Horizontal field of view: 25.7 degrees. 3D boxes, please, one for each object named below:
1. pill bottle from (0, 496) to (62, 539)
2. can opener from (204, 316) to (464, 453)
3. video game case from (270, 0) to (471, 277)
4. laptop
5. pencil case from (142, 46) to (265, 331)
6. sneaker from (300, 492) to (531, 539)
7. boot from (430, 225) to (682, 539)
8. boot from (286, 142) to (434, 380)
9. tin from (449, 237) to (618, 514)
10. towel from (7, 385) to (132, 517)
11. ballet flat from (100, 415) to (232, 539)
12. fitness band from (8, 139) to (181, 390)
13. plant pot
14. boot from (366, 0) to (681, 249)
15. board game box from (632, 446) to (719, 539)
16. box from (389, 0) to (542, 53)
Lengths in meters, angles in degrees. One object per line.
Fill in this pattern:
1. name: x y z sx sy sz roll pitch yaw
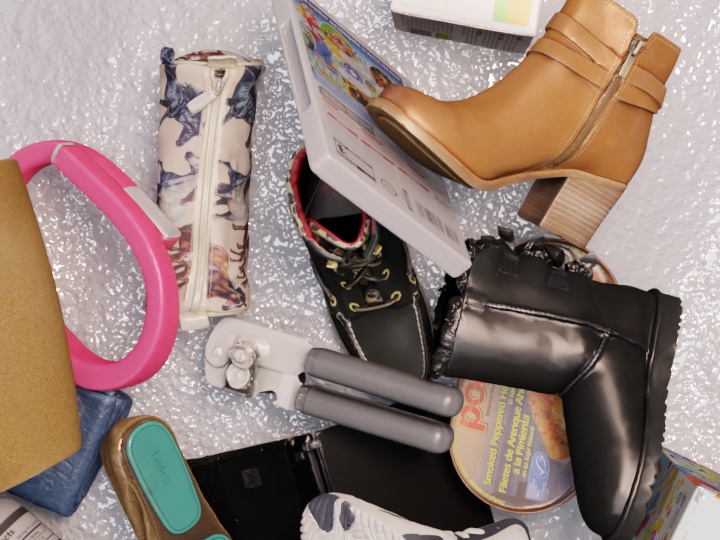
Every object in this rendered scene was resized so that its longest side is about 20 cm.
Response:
1. pill bottle: -0.258 0.238 1.144 0.200 0.116 0.116 40 94 1
2. can opener: -0.021 0.079 1.124 0.200 0.066 0.053 15 93 22
3. video game case: 0.004 -0.099 1.051 0.018 0.200 0.143 -38 130 22
4. laptop: -0.012 0.199 1.180 0.200 0.103 0.177 -16 91 30
5. pencil case: -0.113 -0.059 1.134 0.078 0.089 0.200 4 94 3
6. sneaker: 0.061 0.210 1.121 0.199 0.130 0.080 23 107 16
7. boot: 0.126 0.074 1.074 0.162 0.073 0.198 16 69 -7
8. boot: -0.002 0.000 1.097 0.073 0.154 0.204 -18 92 4
9. tin: 0.125 0.075 1.148 0.112 0.042 0.200 11 91 -5
10. towel: -0.280 0.097 1.172 0.200 0.049 0.112 25 95 2
11. ballet flat: -0.137 0.198 1.150 0.068 0.072 0.200 -32 101 -35
12. fitness band: -0.203 -0.005 1.127 0.200 0.037 0.144 44 115 23
13. plant pot: -0.275 0.053 1.070 0.186 0.186 0.200 -26 92 4
14. boot: 0.113 -0.118 1.028 0.200 0.077 0.155 26 94 -23
15. board game box: 0.236 0.197 1.069 0.103 0.200 0.105 26 93 2
16. box: 0.088 -0.264 1.101 0.101 0.112 0.200 11 92 2
